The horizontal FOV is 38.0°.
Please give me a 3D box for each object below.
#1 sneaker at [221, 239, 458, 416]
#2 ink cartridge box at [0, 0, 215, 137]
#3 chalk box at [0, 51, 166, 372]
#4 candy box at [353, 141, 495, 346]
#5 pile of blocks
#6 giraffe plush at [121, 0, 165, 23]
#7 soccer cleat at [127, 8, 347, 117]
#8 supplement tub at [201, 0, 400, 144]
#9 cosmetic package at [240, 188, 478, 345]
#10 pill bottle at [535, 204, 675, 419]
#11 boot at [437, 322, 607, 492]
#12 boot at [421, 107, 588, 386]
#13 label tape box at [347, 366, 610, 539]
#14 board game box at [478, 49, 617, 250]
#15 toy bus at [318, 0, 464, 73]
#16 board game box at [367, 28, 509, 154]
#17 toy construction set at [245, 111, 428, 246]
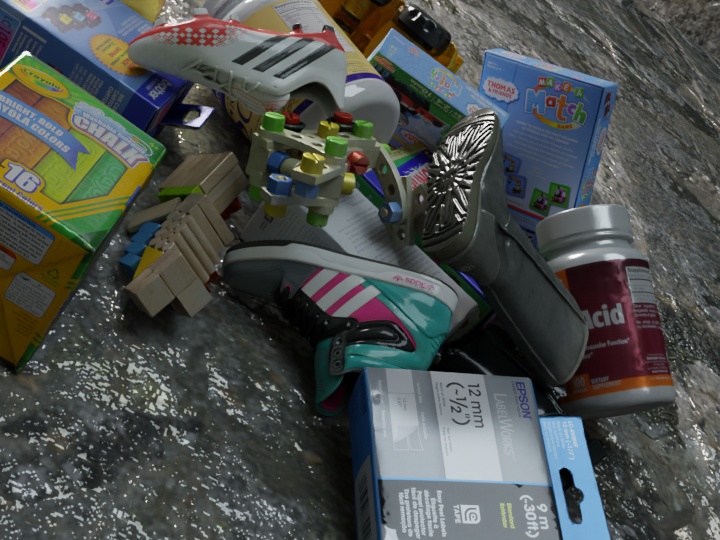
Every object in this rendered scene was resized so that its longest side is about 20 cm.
[{"bbox_3d":[-0.030,0.053,0.845,0.199,0.084,0.121,11,64,11],"label":"sneaker"},{"bbox_3d":[-0.230,-0.180,0.940,0.200,0.076,0.137,36,30,-9],"label":"ink cartridge box"},{"bbox_3d":[-0.225,-0.055,0.723,0.124,0.124,0.200,33,30,-12],"label":"chalk box"},{"bbox_3d":[0.078,-0.032,1.079,0.200,0.077,0.169,44,30,9],"label":"candy box"},{"bbox_3d":[-0.142,-0.018,0.842,0.062,0.082,0.200,60,27,-30],"label":"pile of blocks"},{"bbox_3d":[-0.261,-0.374,1.076,0.200,0.162,0.173,-9,55,-53],"label":"giraffe plush"},{"bbox_3d":[-0.102,-0.175,0.917,0.199,0.069,0.086,-2,78,-26],"label":"soccer cleat"},{"bbox_3d":[-0.070,-0.193,1.063,0.145,0.146,0.200,-7,52,-52],"label":"supplement tub"},{"bbox_3d":[0.000,0.000,0.952,0.200,0.071,0.101,44,31,9],"label":"cosmetic package"},{"bbox_3d":[0.240,0.043,1.049,0.114,0.114,0.201,6,70,-44],"label":"pill bottle"},{"bbox_3d":[0.130,0.129,0.924,0.163,0.073,0.198,51,24,15],"label":"boot"},{"bbox_3d":[0.139,-0.021,0.931,0.200,0.072,0.182,38,54,-30],"label":"boot"},{"bbox_3d":[0.096,0.151,0.774,0.199,0.066,0.144,4,51,-12],"label":"label tape box"},{"bbox_3d":[0.188,-0.126,1.153,0.151,0.201,0.037,26,30,33],"label":"board game box"},{"bbox_3d":[0.034,-0.288,1.341,0.200,0.136,0.192,41,16,8],"label":"toy bus"},{"bbox_3d":[0.054,-0.171,1.146,0.151,0.200,0.037,34,72,-9],"label":"board game box"},{"bbox_3d":[-0.016,-0.083,0.886,0.200,0.092,0.131,12,15,-48],"label":"toy construction set"}]
